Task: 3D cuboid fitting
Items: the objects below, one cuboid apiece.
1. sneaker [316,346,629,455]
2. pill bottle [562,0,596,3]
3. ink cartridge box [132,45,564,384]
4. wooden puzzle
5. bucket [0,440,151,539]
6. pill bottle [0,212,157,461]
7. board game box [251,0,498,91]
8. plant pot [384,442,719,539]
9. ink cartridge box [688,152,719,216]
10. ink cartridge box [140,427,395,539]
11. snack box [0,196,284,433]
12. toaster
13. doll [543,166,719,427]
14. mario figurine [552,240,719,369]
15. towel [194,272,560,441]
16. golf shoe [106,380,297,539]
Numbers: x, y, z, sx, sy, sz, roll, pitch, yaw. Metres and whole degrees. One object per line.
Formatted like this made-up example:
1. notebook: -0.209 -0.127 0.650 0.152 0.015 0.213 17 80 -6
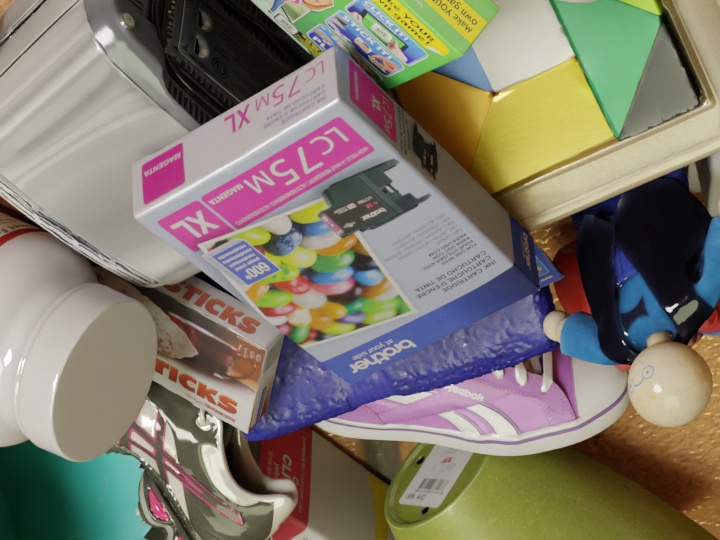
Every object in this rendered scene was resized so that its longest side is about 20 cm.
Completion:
1. sneaker: 0.061 0.046 1.016 0.198 0.073 0.115 -2 133 1
2. pill bottle: 0.095 -0.219 0.687 0.113 0.115 0.201 17 119 -18
3. ink cartridge box: 0.001 -0.012 0.823 0.119 0.042 0.200 -27 138 25
4. wooden puzzle: 0.073 -0.111 0.818 0.198 0.037 0.186 -22 104 25
5. bucket: -0.232 0.144 1.026 0.134 0.209 0.207 -24 133 37
6. pill bottle: -0.207 0.022 0.899 0.198 0.113 0.113 21 143 26
7. board game box: -0.044 -0.156 0.734 0.200 0.029 0.134 41 168 -11
8. plant pot: 0.114 0.186 1.100 0.186 0.188 0.200 -33 115 30
9. ink cartridge box: 0.228 -0.094 0.869 0.114 0.068 0.201 -4 136 2
10. ink cartridge box: -0.049 0.190 1.154 0.144 0.084 0.200 -32 128 28
11. snack box: -0.135 0.013 0.950 0.198 0.024 0.072 28 137 12
12. toaster: -0.099 -0.075 0.860 0.128 0.115 0.199 -28 132 31
13. doll: 0.134 -0.009 0.860 0.048 0.202 0.136 20 133 -34
14. mario figurine: 0.199 -0.003 0.942 0.198 0.107 0.124 4 153 25
15. towel: 0.000 0.000 0.951 0.198 0.050 0.149 -17 104 20
16. golf shoe: -0.115 0.079 1.012 0.088 0.077 0.201 -32 99 26
